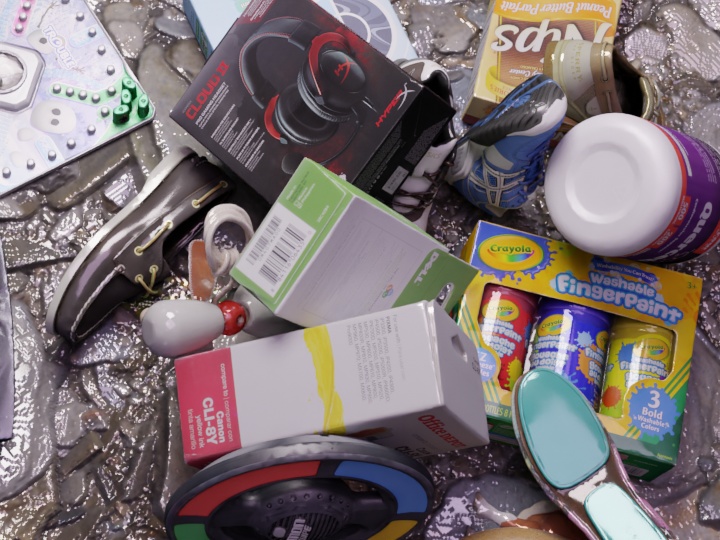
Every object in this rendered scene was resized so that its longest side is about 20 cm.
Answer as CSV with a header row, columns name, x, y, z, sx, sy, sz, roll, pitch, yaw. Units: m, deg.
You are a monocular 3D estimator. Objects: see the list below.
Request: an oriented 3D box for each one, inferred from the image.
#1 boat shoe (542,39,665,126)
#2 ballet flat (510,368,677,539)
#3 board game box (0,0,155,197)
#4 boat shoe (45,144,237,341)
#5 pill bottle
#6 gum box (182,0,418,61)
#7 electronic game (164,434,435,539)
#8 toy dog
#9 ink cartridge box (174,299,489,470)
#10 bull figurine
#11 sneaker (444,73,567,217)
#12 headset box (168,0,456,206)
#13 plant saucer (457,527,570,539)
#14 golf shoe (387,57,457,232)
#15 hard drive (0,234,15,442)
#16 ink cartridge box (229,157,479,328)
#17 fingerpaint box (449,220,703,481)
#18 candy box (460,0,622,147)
name,x,y,z,sx,sy,sz,roll,pitch,yaw
boat shoe,0.225,-0.147,1.173,0.063,0.201,0.073,-1,73,34
ballet flat,0.176,0.168,1.042,0.069,0.071,0.200,-30,64,-8
board game box,-0.313,-0.173,1.192,0.200,0.026,0.200,-30,76,-17
boat shoe,-0.179,-0.017,1.126,0.060,0.072,0.201,32,66,9
pill bottle,0.241,-0.063,1.134,0.112,0.200,0.113,-2,87,34
gum box,-0.044,-0.191,1.225,0.170,0.045,0.200,-22,73,-15
electronic game,-0.044,0.176,1.005,0.199,0.200,0.042,-3,56,-9
toy dog,-0.100,0.021,1.088,0.096,0.200,0.132,16,87,40
ink cartridge box,-0.017,0.099,1.028,0.199,0.145,0.084,-14,68,15
bull figurine,0.138,0.241,1.077,0.121,0.065,0.200,13,62,5
sneaker,0.130,-0.101,1.137,0.076,0.200,0.077,-44,92,-18
headset box,-0.048,-0.132,1.107,0.200,0.075,0.149,41,98,26
plant saucer,0.116,0.283,1.003,0.200,0.035,0.201,-1,65,3
golf shoe,0.035,-0.080,1.144,0.078,0.094,0.201,5,93,-17
hard drive,-0.346,0.049,1.094,0.134,0.042,0.201,-7,70,-10
ink cartridge box,0.000,0.000,1.049,0.059,0.200,0.104,38,97,35
fingerpaint box,0.171,0.067,1.141,0.199,0.073,0.167,15,68,-2
candy box,0.172,-0.217,1.259,0.115,0.055,0.200,16,68,-3
